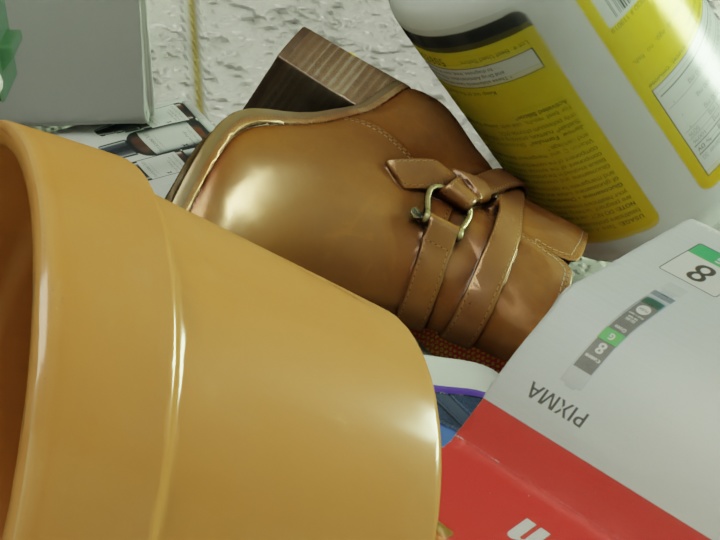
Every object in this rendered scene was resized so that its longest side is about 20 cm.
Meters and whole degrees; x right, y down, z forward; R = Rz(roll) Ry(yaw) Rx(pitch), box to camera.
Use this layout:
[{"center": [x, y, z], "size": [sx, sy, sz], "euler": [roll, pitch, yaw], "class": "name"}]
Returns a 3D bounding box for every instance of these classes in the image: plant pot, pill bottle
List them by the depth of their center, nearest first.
[{"center": [-0.067, 0.067, 0.668], "size": [0.140, 0.200, 0.200], "euler": [13, 35, -24], "class": "plant pot"}, {"center": [0.107, -0.076, 0.936], "size": [0.112, 0.200, 0.112], "euler": [-27, 32, 18], "class": "pill bottle"}]

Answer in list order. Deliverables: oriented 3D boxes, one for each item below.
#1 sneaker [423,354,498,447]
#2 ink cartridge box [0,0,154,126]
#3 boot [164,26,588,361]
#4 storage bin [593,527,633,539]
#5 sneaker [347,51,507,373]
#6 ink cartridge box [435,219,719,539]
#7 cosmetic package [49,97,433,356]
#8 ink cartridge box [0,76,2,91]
[{"center": [-0.010, 0.101, 0.782], "size": [0.200, 0.081, 0.147], "euler": [5, 48, -26], "class": "sneaker"}, {"center": [-0.197, -0.125, 0.998], "size": [0.200, 0.084, 0.145], "euler": [-2, 25, -7], "class": "ink cartridge box"}, {"center": [0.000, 0.000, 0.858], "size": [0.155, 0.077, 0.200], "euler": [35, 37, -1], "class": "boot"}, {"center": [0.167, 0.148, 0.743], "size": [0.200, 0.094, 0.135], "euler": [-15, 44, -26], "class": "storage bin"}, {"center": [0.016, -0.021, 0.959], "size": [0.073, 0.077, 0.200], "euler": [-17, 50, -31], "class": "sneaker"}, {"center": [0.111, 0.065, 0.725], "size": [0.161, 0.050, 0.200], "euler": [31, 40, 33], "class": "ink cartridge box"}, {"center": [-0.060, 0.004, 0.933], "size": [0.082, 0.051, 0.200], "euler": [-19, 47, -30], "class": "cosmetic package"}, {"center": [-0.213, -0.005, 0.813], "size": [0.116, 0.067, 0.200], "euler": [35, 85, 27], "class": "ink cartridge box"}]
